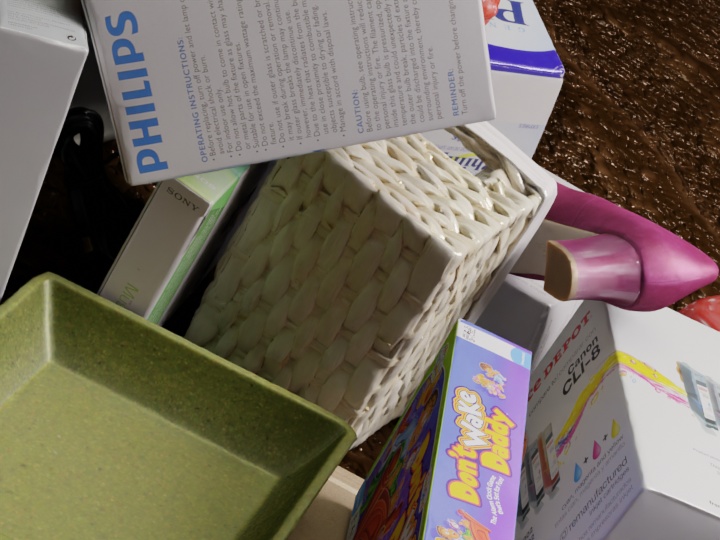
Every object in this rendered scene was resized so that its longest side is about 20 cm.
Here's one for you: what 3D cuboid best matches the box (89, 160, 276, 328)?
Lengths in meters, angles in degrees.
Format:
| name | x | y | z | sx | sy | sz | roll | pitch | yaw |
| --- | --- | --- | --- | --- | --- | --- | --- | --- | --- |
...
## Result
| name | x | y | z | sx | sy | sz | roll | pitch | yaw |
| --- | --- | --- | --- | --- | --- | --- | --- | --- | --- |
| box | -0.095 | -0.033 | 1.066 | 0.036 | 0.145 | 0.200 | 33 | 29 | 0 |

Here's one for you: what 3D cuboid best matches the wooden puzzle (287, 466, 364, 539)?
| name | x | y | z | sx | sy | sz | roll | pitch | yaw |
| --- | --- | --- | --- | --- | --- | --- | --- | --- | --- |
| wooden puzzle | -0.022 | 0.170 | 0.959 | 0.199 | 0.037 | 0.185 | 25 | 31 | -6 |

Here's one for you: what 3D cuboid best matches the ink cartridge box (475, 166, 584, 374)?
| name | x | y | z | sx | sy | sz | roll | pitch | yaw |
| --- | --- | --- | --- | --- | --- | --- | --- | --- | --- |
| ink cartridge box | 0.095 | -0.004 | 1.251 | 0.146 | 0.086 | 0.200 | 31 | 29 | 18 |

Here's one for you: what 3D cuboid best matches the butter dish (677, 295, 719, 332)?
| name | x | y | z | sx | sy | sz | roll | pitch | yaw |
| --- | --- | --- | --- | --- | --- | --- | --- | --- | --- |
| butter dish | 0.292 | 0.083 | 1.267 | 0.198 | 0.148 | 0.201 | 4 | 41 | -39 |

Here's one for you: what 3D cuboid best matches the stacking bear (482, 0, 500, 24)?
| name | x | y | z | sx | sy | sz | roll | pitch | yaw |
| --- | --- | --- | --- | --- | --- | --- | --- | --- | --- |
| stacking bear | 0.064 | -0.226 | 1.181 | 0.121 | 0.114 | 0.201 | 20 | 43 | -5 |

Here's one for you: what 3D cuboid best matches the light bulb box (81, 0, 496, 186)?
| name | x | y | z | sx | sy | sz | roll | pitch | yaw |
| --- | --- | --- | --- | --- | --- | --- | --- | --- | --- |
| light bulb box | -0.043 | -0.153 | 0.991 | 0.198 | 0.126 | 0.199 | -10 | 25 | 0 |

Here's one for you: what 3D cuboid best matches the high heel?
| name | x | y | z | sx | sy | sz | roll | pitch | yaw |
| --- | --- | --- | --- | --- | --- | --- | --- | --- | --- |
| high heel | 0.139 | -0.026 | 1.117 | 0.095 | 0.068 | 0.200 | -1 | 15 | -15 |

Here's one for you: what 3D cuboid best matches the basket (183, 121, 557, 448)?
| name | x | y | z | sx | sy | sz | roll | pitch | yaw |
| --- | --- | --- | --- | --- | --- | --- | --- | --- | --- |
| basket | 0.000 | 0.000 | 1.066 | 0.135 | 0.201 | 0.123 | 38 | 36 | 10 |

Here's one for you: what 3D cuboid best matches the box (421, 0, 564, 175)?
| name | x | y | z | sx | sy | sz | roll | pitch | yaw |
| --- | --- | --- | --- | --- | --- | --- | --- | --- | --- |
| box | 0.022 | -0.169 | 1.259 | 0.182 | 0.105 | 0.201 | 4 | 43 | -22 |

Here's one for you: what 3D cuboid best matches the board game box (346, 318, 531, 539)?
| name | x | y | z | sx | sy | sz | roll | pitch | yaw |
| --- | --- | --- | --- | --- | --- | --- | --- | --- | --- |
| board game box | 0.030 | 0.135 | 0.885 | 0.044 | 0.135 | 0.200 | 24 | 31 | -6 |

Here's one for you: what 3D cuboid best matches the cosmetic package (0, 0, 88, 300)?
| name | x | y | z | sx | sy | sz | roll | pitch | yaw |
| --- | --- | --- | --- | --- | --- | --- | --- | --- | --- |
| cosmetic package | -0.203 | -0.084 | 0.980 | 0.051 | 0.201 | 0.151 | 13 | 35 | -20 |

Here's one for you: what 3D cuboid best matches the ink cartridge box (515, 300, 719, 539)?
| name | x | y | z | sx | sy | sz | roll | pitch | yaw |
| --- | --- | --- | --- | --- | --- | --- | --- | --- | --- |
| ink cartridge box | 0.175 | 0.136 | 1.080 | 0.144 | 0.146 | 0.201 | 24 | 30 | -15 |

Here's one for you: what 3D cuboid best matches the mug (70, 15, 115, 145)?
| name | x | y | z | sx | sy | sz | roll | pitch | yaw |
| --- | --- | --- | --- | --- | --- | --- | --- | --- | --- |
| mug | -0.196 | -0.181 | 1.208 | 0.176 | 0.147 | 0.200 | 54 | 7 | 36 |

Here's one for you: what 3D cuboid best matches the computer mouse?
| name | x | y | z | sx | sy | sz | roll | pitch | yaw |
| --- | --- | --- | --- | --- | --- | --- | --- | --- | --- |
| computer mouse | -0.113 | -0.094 | 1.134 | 0.044 | 0.110 | 0.200 | 12 | 40 | 33 |

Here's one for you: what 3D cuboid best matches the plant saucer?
| name | x | y | z | sx | sy | sz | roll | pitch | yaw |
| --- | --- | --- | --- | --- | --- | --- | --- | --- | --- |
| plant saucer | -0.127 | 0.102 | 0.905 | 0.199 | 0.048 | 0.200 | 26 | 32 | 9 |
